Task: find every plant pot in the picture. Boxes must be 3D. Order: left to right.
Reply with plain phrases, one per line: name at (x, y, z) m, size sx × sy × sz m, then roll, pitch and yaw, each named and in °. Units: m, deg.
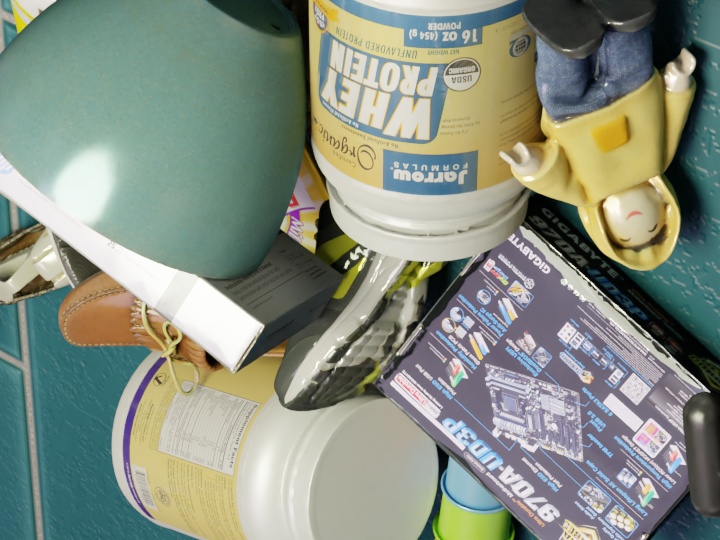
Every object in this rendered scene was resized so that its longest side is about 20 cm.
plant pot at (-0.109, -0.110, 1.568) m, size 0.200 × 0.200 × 0.135 m, roll 39°, pitch 110°, yaw 15°

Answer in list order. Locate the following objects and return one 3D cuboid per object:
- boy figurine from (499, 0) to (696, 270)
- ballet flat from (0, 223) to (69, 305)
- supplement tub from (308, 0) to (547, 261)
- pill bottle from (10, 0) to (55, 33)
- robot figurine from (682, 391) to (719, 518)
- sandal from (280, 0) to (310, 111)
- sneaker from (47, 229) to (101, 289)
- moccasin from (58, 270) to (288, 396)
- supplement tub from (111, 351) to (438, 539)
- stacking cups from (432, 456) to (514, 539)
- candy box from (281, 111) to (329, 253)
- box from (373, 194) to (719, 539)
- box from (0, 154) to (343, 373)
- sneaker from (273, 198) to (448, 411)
boy figurine at (0.138, -0.078, 1.521) m, size 0.064 × 0.124 × 0.201 m, roll 54°, pitch 164°, yaw 44°
ballet flat at (-0.228, -0.009, 1.954) m, size 0.200 × 0.075 × 0.068 m, roll -22°, pitch 102°, yaw 49°
supplement tub at (0.042, -0.121, 1.555) m, size 0.144 × 0.145 × 0.201 m, roll 24°, pitch 134°, yaw 29°
pill bottle at (-0.169, -0.161, 1.732) m, size 0.109 × 0.109 × 0.200 m, roll 36°, pitch 157°, yaw 18°
robot figurine at (0.275, 0.097, 1.512) m, size 0.125 × 0.150 × 0.201 m, roll 23°, pitch 135°, yaw 47°
sandal at (-0.029, -0.137, 1.650) m, size 0.212 × 0.077 × 0.070 m, roll -61°, pitch 42°, yaw 44°
sneaker at (-0.204, -0.063, 1.873) m, size 0.115 × 0.075 × 0.201 m, roll 145°, pitch 114°, yaw -64°
moccasin at (-0.103, 0.036, 1.777) m, size 0.200 × 0.078 × 0.074 m, roll 3°, pitch 141°, yaw 2°
supplement tub at (-0.059, 0.127, 1.827) m, size 0.199 × 0.145 × 0.146 m, roll 14°, pitch 128°, yaw 44°
stacking cups at (0.081, 0.128, 1.784) m, size 0.060 × 0.060 × 0.201 m, roll 26°, pitch 130°, yaw 27°
candy box at (-0.081, -0.047, 1.823) m, size 0.200 × 0.026 × 0.102 m, roll -10°, pitch 116°, yaw 47°
box at (0.128, 0.077, 1.660) m, size 0.200 × 0.046 × 0.159 m, roll 42°, pitch 118°, yaw 10°
box at (-0.120, -0.027, 1.619) m, size 0.200 × 0.156 × 0.041 m, roll 36°, pitch 109°, yaw 9°
sneaker at (0.000, 0.000, 1.714) m, size 0.085 × 0.074 × 0.200 m, roll 43°, pitch 105°, yaw 31°
